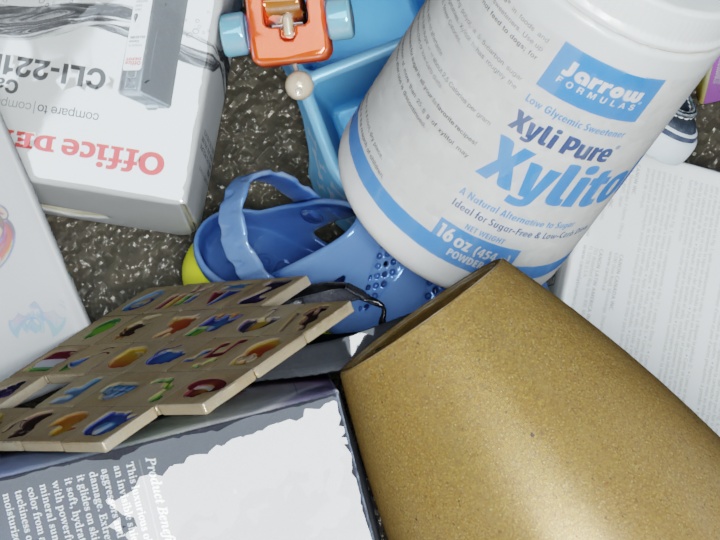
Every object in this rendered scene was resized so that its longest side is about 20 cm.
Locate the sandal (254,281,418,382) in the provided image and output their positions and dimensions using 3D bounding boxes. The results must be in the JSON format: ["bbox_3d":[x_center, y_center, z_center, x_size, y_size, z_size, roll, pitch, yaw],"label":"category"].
[{"bbox_3d":[-0.051,0.033,1.223,0.199,0.076,0.043,-8,91,21],"label":"sandal"}]

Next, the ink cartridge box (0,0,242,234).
[{"bbox_3d":[-0.141,-0.132,1.308,0.143,0.084,0.202,9,82,3],"label":"ink cartridge box"}]

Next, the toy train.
[{"bbox_3d":[0.020,-0.175,1.271,0.198,0.056,0.152,-12,89,6],"label":"toy train"}]

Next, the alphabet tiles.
[{"bbox_3d":[-0.100,0.043,1.171,0.167,0.199,0.008,-34,109,-37],"label":"alphabet tiles"}]

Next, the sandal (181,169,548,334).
[{"bbox_3d":[0.000,0.000,1.264,0.198,0.087,0.080,10,56,9],"label":"sandal"}]

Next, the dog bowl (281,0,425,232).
[{"bbox_3d":[0.009,-0.111,1.318,0.111,0.050,0.201,-20,80,-2],"label":"dog bowl"}]

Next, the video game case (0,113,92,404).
[{"bbox_3d":[-0.253,0.008,1.248,0.199,0.024,0.183,-22,113,-3],"label":"video game case"}]

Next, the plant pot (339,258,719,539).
[{"bbox_3d":[0.082,0.103,1.127,0.186,0.186,0.201,-36,93,-4],"label":"plant pot"}]

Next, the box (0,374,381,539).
[{"bbox_3d":[-0.093,0.129,1.194,0.197,0.200,0.124,-13,92,-3],"label":"box"}]

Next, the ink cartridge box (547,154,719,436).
[{"bbox_3d":[0.191,0.033,1.302,0.199,0.050,0.164,15,80,-14],"label":"ink cartridge box"}]

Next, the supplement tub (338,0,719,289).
[{"bbox_3d":[0.085,-0.095,1.177,0.131,0.200,0.133,19,41,-18],"label":"supplement tub"}]

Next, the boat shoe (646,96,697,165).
[{"bbox_3d":[0.129,-0.155,1.285,0.091,0.071,0.201,-45,70,26],"label":"boat shoe"}]

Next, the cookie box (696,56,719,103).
[{"bbox_3d":[0.191,-0.205,1.268,0.075,0.171,0.202,-13,80,2],"label":"cookie box"}]
